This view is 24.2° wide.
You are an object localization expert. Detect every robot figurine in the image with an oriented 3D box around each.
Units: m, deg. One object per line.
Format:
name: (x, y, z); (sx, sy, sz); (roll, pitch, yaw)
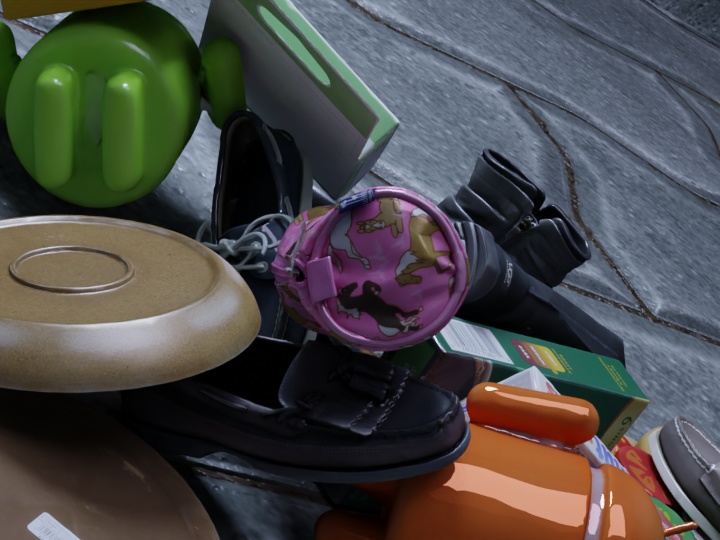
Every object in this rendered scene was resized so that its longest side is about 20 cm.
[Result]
robot figurine: (0.075, 0.148, 0.893); (0.198, 0.117, 0.145); (16, 45, -1)
robot figurine: (-0.163, -0.112, 1.093); (0.173, 0.117, 0.200); (2, 19, 2)

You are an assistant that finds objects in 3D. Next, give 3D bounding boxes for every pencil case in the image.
pencil case: (0.000, 0.000, 0.901); (0.086, 0.083, 0.200); (43, -4, -5)

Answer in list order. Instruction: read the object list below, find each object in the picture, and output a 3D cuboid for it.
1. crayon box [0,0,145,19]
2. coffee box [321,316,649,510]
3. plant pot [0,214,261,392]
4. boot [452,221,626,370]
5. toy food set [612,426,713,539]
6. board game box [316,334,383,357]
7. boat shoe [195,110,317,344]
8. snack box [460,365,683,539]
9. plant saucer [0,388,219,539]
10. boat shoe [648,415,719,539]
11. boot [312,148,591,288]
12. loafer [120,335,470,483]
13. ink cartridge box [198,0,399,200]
crayon box: (-0.152, -0.201, 1.077); (0.124, 0.052, 0.200); (-6, 13, 13)
coffee box: (0.077, 0.097, 1.027); (0.199, 0.123, 0.044); (17, 26, -44)
plant pot: (-0.149, 0.009, 0.866); (0.197, 0.028, 0.200); (4, 20, -1)
boot: (0.064, 0.038, 1.095); (0.163, 0.066, 0.199); (-3, -22, 35)
toy food set: (0.222, 0.174, 1.189); (0.199, 0.049, 0.199); (22, 25, -32)
board game box: (0.030, 0.055, 1.169); (0.199, 0.028, 0.136); (11, 33, -49)
boat shoe: (-0.064, -0.014, 1.039); (0.062, 0.074, 0.202); (43, 39, -42)
snack box: (0.121, 0.132, 0.994); (0.200, 0.071, 0.024); (47, 25, -38)
plant saucer: (-0.140, 0.118, 0.782); (0.199, 0.030, 0.201); (32, 22, -14)
boat shoe: (0.265, 0.165, 1.123); (0.071, 0.060, 0.201); (17, 29, -38)
boot: (0.057, -0.036, 1.177); (0.199, 0.132, 0.070); (37, 22, 4)
loafer: (-0.041, 0.063, 0.861); (0.198, 0.064, 0.072); (4, 29, 25)
ink cartridge box: (-0.037, -0.132, 1.074); (0.146, 0.048, 0.200); (47, -16, 3)
